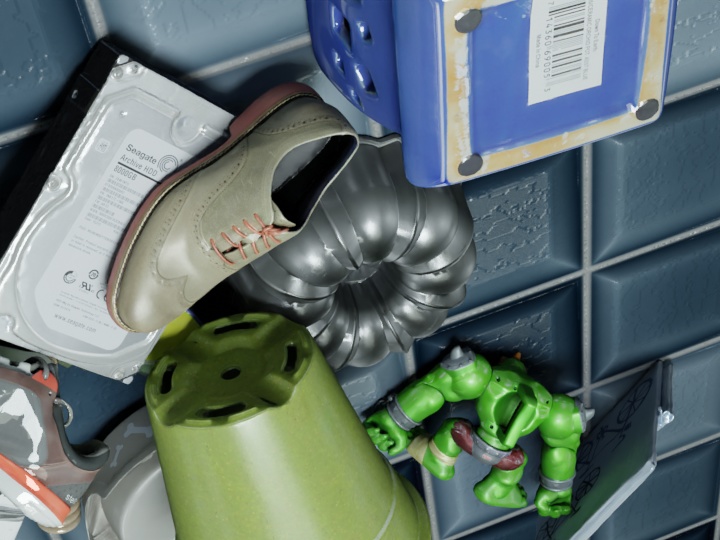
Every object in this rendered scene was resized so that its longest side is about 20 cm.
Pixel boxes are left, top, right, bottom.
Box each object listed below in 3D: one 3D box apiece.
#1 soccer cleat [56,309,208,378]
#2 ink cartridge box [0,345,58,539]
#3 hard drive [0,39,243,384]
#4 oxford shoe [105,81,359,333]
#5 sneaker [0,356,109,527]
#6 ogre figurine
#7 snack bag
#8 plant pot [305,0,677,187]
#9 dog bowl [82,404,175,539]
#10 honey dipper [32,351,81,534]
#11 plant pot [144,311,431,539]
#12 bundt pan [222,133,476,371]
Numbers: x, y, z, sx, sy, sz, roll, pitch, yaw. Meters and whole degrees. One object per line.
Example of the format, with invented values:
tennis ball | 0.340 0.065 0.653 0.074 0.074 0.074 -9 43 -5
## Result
soccer cleat | -0.168 0.036 1.038 0.200 0.065 0.084 25 103 -42
ink cartridge box | -0.315 0.147 1.035 0.147 0.083 0.200 12 126 -23
hard drive | -0.159 -0.032 0.938 0.140 0.038 0.200 27 97 -42
oxford shoe | -0.083 -0.034 0.916 0.200 0.075 0.070 -51 133 -2
sneaker | -0.240 0.076 0.927 0.082 0.077 0.200 -45 118 -12
ogre figurine | 0.117 0.138 1.250 0.200 0.098 0.120 33 115 3
snack bag | 0.221 0.188 1.315 0.021 0.200 0.189 37 115 -3
plant pot | 0.083 -0.175 0.856 0.200 0.180 0.200 -17 138 -10
dog bowl | -0.136 0.176 1.176 0.200 0.059 0.200 -19 135 -19
honey dipper | -0.235 0.127 1.108 0.038 0.038 0.200 -9 134 -20
plant pot | -0.067 0.139 1.025 0.200 0.200 0.190 -21 125 -6
bundt pan | 0.000 0.000 1.071 0.202 0.076 0.202 -15 138 -14
